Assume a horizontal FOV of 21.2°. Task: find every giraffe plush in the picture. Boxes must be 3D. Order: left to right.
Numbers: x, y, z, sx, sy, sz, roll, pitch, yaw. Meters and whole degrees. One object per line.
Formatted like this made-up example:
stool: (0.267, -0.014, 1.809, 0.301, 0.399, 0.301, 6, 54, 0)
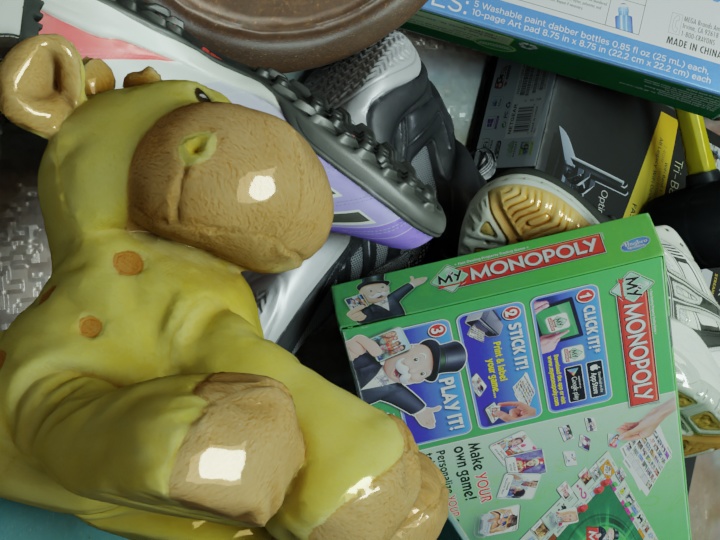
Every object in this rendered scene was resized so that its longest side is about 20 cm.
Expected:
giraffe plush: (-0.064, 0.008, 0.668, 0.173, 0.200, 0.162, 47, 52, -66)

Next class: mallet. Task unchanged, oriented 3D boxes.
mallet: (0.146, -0.096, 0.931, 0.041, 0.066, 0.200, -13, 83, -41)

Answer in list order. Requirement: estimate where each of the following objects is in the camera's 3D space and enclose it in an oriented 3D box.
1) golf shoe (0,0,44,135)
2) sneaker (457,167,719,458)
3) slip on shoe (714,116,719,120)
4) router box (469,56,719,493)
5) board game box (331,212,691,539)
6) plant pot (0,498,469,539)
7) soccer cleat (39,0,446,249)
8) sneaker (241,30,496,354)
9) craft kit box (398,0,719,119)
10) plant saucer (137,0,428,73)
golf shoe: (-0.184, -0.053, 0.672, 0.094, 0.078, 0.200, 38, 66, -33)
sneaker: (0.108, 0.005, 0.877, 0.200, 0.076, 0.088, 46, 41, -41)
slip on shoe: (0.260, -0.110, 1.066, 0.200, 0.076, 0.061, -29, 102, -44)
router box: (0.114, 0.010, 0.956, 0.157, 0.052, 0.200, 23, 76, -38)
board game box: (0.072, 0.070, 0.840, 0.134, 0.029, 0.200, -13, 133, 0)
plant pot: (-0.057, 0.170, 0.750, 0.200, 0.200, 0.135, -29, 145, -35)
soccer cleat: (-0.061, -0.052, 0.767, 0.200, 0.068, 0.073, 29, 101, -9)
sneaker: (0.000, 0.000, 0.847, 0.114, 0.075, 0.200, 41, 64, -30)
craft kit box: (0.097, -0.191, 0.885, 0.200, 0.049, 0.198, 16, 82, -6)
plant saucer: (-0.033, -0.173, 0.785, 0.200, 0.034, 0.200, -6, 111, -15)
